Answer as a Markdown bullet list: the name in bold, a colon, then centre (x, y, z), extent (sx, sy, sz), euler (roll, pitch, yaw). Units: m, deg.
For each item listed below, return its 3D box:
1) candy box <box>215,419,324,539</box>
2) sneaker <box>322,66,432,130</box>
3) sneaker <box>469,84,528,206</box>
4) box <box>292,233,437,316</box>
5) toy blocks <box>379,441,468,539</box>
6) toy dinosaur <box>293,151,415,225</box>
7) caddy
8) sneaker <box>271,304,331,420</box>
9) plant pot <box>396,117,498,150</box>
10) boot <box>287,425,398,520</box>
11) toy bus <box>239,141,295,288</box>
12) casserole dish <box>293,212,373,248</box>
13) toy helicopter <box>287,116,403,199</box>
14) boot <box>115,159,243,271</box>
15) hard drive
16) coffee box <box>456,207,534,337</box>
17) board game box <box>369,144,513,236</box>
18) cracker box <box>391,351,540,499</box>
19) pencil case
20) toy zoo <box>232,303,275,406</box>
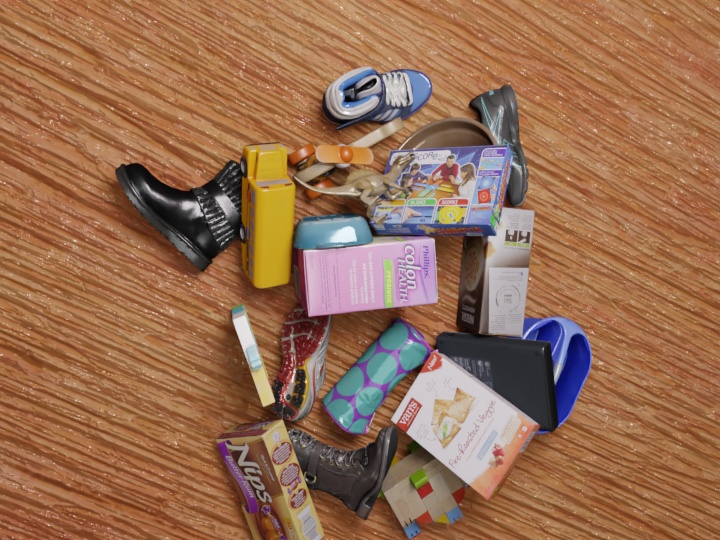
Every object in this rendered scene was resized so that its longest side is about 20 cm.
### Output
- **candy box**: centre (-0.143, 0.343, 1.110), extent (0.056, 0.115, 0.204), euler (-29, 102, -50)
- **sneaker**: centre (0.037, -0.277, 1.093), extent (0.195, 0.146, 0.083), euler (-14, 96, -10)
- **sneaker**: centre (0.236, -0.206, 1.185), extent (0.077, 0.075, 0.205), euler (-10, 89, 4)
- **box**: centre (0.000, 0.000, 1.086), extent (0.195, 0.176, 0.099), euler (-6, 98, -11)
- **toy blocks**: centre (0.122, 0.374, 1.187), extent (0.198, 0.100, 0.138), euler (-31, 110, -7)
- **toy dinosaur**: centre (0.006, -0.118, 1.035), extent (0.196, 0.102, 0.059), euler (-19, 140, -23)
- **caddy**: centre (0.309, 0.175, 1.194), extent (0.139, 0.105, 0.203), euler (25, 88, -12)
- **sneaker**: centre (-0.092, 0.143, 1.137), extent (0.076, 0.082, 0.204), euler (11, 76, 22)
- **plant pot**: centre (0.142, -0.138, 1.129), extent (0.202, 0.200, 0.093), euler (-51, 142, -4)
- **boot**: centre (-0.041, 0.296, 1.100), extent (0.171, 0.069, 0.203), euler (25, 119, 10)
- **toy bus**: centre (-0.139, -0.082, 1.039), extent (0.064, 0.078, 0.204), euler (-9, 123, -26)
- **casserole dish**: centre (-0.045, -0.063, 1.061), extent (0.118, 0.200, 0.040), euler (-6, 99, -5)
- **toy helicopter**: centre (-0.017, -0.190, 1.095), extent (0.197, 0.132, 0.080), euler (-30, 98, -8)
- **boot**: centre (-0.253, -0.121, 1.075), extent (0.158, 0.079, 0.212), euler (-43, 115, -1)
- **hard drive**: centre (0.219, 0.178, 1.134), extent (0.033, 0.197, 0.143), euler (-23, 109, -46)
- **coffee box**: centre (0.222, 0.000, 1.163), extent (0.078, 0.114, 0.205), euler (4, 92, -12)
- **board game box**: centre (0.120, -0.120, 1.050), extent (0.034, 0.196, 0.138), euler (45, 56, -50)
- **cracker box**: centre (0.163, 0.241, 1.106), extent (0.198, 0.057, 0.136), euler (34, 94, 27)
- **pencil case**: centre (0.031, 0.175, 1.151), extent (0.092, 0.085, 0.200), euler (42, 86, 5)
- **toy zoo**: centre (-0.162, 0.124, 1.051), extent (0.020, 0.200, 0.134), euler (-19, 97, -9)
